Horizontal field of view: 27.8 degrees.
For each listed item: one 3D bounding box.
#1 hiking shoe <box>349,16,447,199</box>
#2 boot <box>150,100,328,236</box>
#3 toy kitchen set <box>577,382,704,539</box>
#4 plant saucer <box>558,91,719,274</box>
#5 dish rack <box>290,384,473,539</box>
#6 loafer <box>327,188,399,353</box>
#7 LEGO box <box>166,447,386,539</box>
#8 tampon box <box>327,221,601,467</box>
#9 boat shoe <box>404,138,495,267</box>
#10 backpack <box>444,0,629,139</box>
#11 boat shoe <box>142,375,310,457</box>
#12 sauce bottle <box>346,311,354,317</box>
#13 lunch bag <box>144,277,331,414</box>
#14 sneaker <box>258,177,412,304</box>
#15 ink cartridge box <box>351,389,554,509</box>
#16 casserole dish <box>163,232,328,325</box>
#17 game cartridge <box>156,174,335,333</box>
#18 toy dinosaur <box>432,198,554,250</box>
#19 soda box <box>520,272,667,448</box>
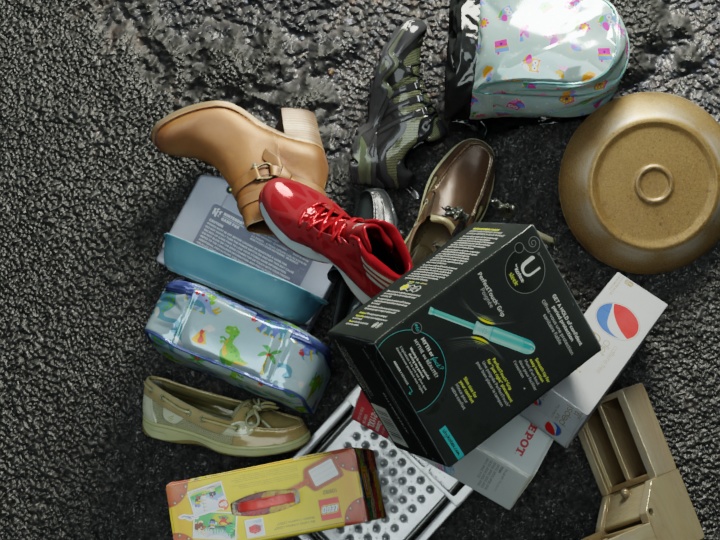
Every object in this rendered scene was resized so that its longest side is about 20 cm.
[{"bbox_3d":[0.056,-0.184,1.651,0.100,0.076,0.201,17,94,2],"label":"hiking shoe"},{"bbox_3d":[-0.134,-0.108,1.626,0.199,0.074,0.155,-3,60,-4],"label":"boot"},{"bbox_3d":[0.213,0.245,1.525,0.163,0.199,0.181,-31,75,45],"label":"toy kitchen set"},{"bbox_3d":[0.317,-0.094,1.587,0.199,0.035,0.201,0,95,2],"label":"plant saucer"},{"bbox_3d":[0.016,0.234,1.607,0.172,0.044,0.200,43,90,10],"label":"dish rack"},{"bbox_3d":[0.000,0.000,1.598,0.070,0.068,0.202,14,68,-24],"label":"loafer"},{"bbox_3d":[-0.084,0.242,1.524,0.199,0.149,0.078,-12,81,8],"label":"LEGO box"},{"bbox_3d":[0.101,0.068,1.421,0.200,0.126,0.150,-35,105,-17],"label":"tampon box"},{"bbox_3d":[0.097,-0.052,1.612,0.074,0.075,0.203,25,89,-6],"label":"boat shoe"},{"bbox_3d":[0.194,-0.234,1.604,0.199,0.127,0.168,4,80,5],"label":"backpack"},{"bbox_3d":[-0.151,0.160,1.613,0.200,0.073,0.063,7,107,23],"label":"boat shoe"},{"bbox_3d":[0.083,0.051,1.517,0.199,0.065,0.065,-13,79,-23],"label":"sauce bottle"},{"bbox_3d":[-0.130,0.086,1.591,0.199,0.161,0.083,22,77,9],"label":"lunch bag"},{"bbox_3d":[-0.018,-0.049,1.522,0.200,0.116,0.078,36,65,7],"label":"sneaker"},{"bbox_3d":[0.113,0.138,1.551,0.199,0.083,0.146,30,53,9],"label":"ink cartridge box"},{"bbox_3d":[-0.131,0.013,1.580,0.199,0.121,0.039,21,86,16],"label":"casserole dish"},{"bbox_3d":[-0.119,-0.023,1.666,0.199,0.041,0.134,28,91,11],"label":"game cartridge"},{"bbox_3d":[0.128,-0.033,1.573,0.199,0.088,0.047,-23,42,-25],"label":"toy dinosaur"},{"bbox_3d":[0.244,0.090,1.528,0.068,0.064,0.200,35,48,11],"label":"soda box"}]
